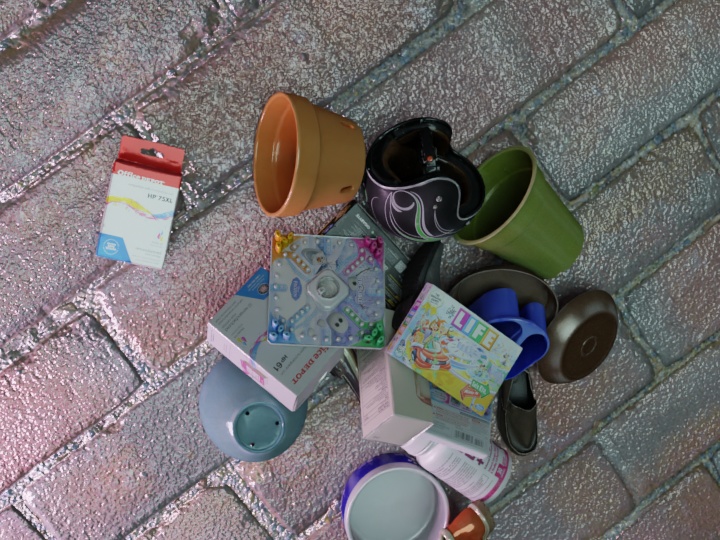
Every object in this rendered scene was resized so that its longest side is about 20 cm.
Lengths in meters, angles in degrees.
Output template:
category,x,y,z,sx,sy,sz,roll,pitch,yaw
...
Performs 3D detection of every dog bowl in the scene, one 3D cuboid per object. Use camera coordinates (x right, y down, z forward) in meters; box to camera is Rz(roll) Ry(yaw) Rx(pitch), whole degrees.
category,x,y,z,sx,sy,sz,roll,pitch,yaw
dog bowl,0.063,0.450,1.740,0.197,0.079,0.204,-2,101,-10

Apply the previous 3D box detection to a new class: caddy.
category,x,y,z,sx,sy,sz,roll,pitch,yaw
caddy,0.247,0.126,1.655,0.140,0.106,0.200,24,138,-19

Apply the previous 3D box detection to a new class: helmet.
category,x,y,z,sx,sy,sz,roll,pitch,yaw
helmet,0.108,-0.142,1.582,0.199,0.201,0.191,-35,143,-3

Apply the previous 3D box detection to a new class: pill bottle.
category,x,y,z,sx,sy,sz,roll,pitch,yaw
pill bottle,0.174,0.336,1.721,0.199,0.113,0.114,35,93,-15

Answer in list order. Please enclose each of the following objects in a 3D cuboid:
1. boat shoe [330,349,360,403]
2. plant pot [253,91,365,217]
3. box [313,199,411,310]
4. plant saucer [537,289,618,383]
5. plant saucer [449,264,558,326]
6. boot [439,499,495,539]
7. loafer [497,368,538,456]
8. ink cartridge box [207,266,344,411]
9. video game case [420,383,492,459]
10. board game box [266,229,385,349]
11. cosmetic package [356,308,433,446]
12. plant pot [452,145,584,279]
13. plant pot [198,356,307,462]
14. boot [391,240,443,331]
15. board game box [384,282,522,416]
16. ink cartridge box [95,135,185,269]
category,x,y,z,sx,sy,sz,roll,pitch,yaw
boat shoe,-0.044,0.155,1.671,0.064,0.072,0.202,-27,101,2
plant pot,-0.082,-0.186,1.546,0.138,0.199,0.204,3,101,-28
box,0.000,0.000,1.659,0.160,0.049,0.200,-44,105,2
plant saucer,0.413,0.133,1.722,0.198,0.037,0.203,-19,126,-27
plant saucer,0.257,0.053,1.676,0.197,0.035,0.202,6,140,5
boot,0.187,0.509,1.734,0.106,0.075,0.201,-31,144,-20
loafer,0.298,0.262,1.754,0.072,0.071,0.203,-14,103,-8
ink cartridge box,-0.140,0.116,1.573,0.199,0.085,0.145,38,63,8
video game case,0.150,0.226,1.684,0.198,0.024,0.184,22,53,-13
board game box,-0.055,0.029,1.561,0.196,0.026,0.203,3,66,-6
cosmetic package,0.056,0.182,1.580,0.086,0.203,0.103,17,142,-28
plant pot,0.293,-0.084,1.645,0.189,0.200,0.201,35,93,-28
plant pot,-0.182,0.253,1.627,0.197,0.135,0.204,-2,101,-11
boot,0.135,0.053,1.617,0.131,0.070,0.202,32,62,-21
board game box,0.156,0.132,1.542,0.199,0.034,0.136,34,85,-16
ink cartridge box,-0.367,-0.115,1.556,0.114,0.067,0.203,11,98,-13
